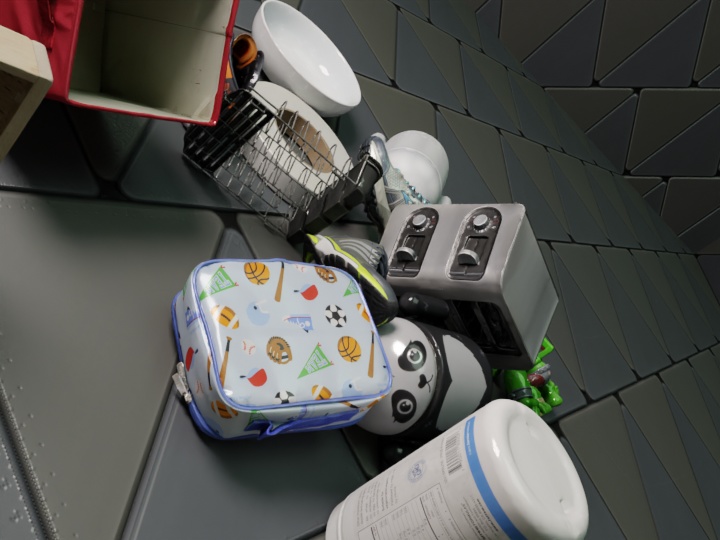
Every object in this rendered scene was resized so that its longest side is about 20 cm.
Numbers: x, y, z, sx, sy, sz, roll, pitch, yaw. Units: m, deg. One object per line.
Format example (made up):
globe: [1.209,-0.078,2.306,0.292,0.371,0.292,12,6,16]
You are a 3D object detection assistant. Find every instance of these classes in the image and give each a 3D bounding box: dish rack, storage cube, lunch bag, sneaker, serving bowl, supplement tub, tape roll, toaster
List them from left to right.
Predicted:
storage cube: [-0.232,-0.237,0.704,0.178,0.174,0.199,19,12,30]
sneaker: [-0.169,-0.254,0.965,0.077,0.112,0.202,18,42,-47]
dish rack: [-0.092,-0.119,0.890,0.199,0.153,0.055,38,46,-23]
lunch bag: [-0.072,0.073,0.722,0.198,0.076,0.162,1,59,-37]
tape roll: [-0.085,-0.161,1.069,0.202,0.037,0.204,38,29,-25]
serving bowl: [-0.091,-0.304,1.202,0.199,0.066,0.201,39,29,-26]
sneaker: [0.000,0.000,0.864,0.080,0.075,0.200,-11,25,-19]
sneaker: [0.053,-0.084,1.076,0.078,0.085,0.203,-170,-118,-73]
supplement tub: [0.080,0.212,0.689,0.131,0.199,0.133,36,31,-26]
toaster: [0.128,0.022,0.966,0.120,0.179,0.201,-62,138,-31]

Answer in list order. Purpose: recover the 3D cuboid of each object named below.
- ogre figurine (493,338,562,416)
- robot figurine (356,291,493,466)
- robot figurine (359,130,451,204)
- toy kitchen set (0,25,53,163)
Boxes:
ogre figurine: [0.235,0.144,1.136,0.199,0.098,0.121,-12,77,-49]
robot figurine: [0.065,0.119,0.861,0.199,0.125,0.151,19,35,-47]
robot figurine: [0.070,-0.138,1.199,0.169,0.113,0.201,37,28,-6]
toy kitchen set: [-0.276,-0.028,0.442,0.162,0.180,0.202,16,39,-47]
